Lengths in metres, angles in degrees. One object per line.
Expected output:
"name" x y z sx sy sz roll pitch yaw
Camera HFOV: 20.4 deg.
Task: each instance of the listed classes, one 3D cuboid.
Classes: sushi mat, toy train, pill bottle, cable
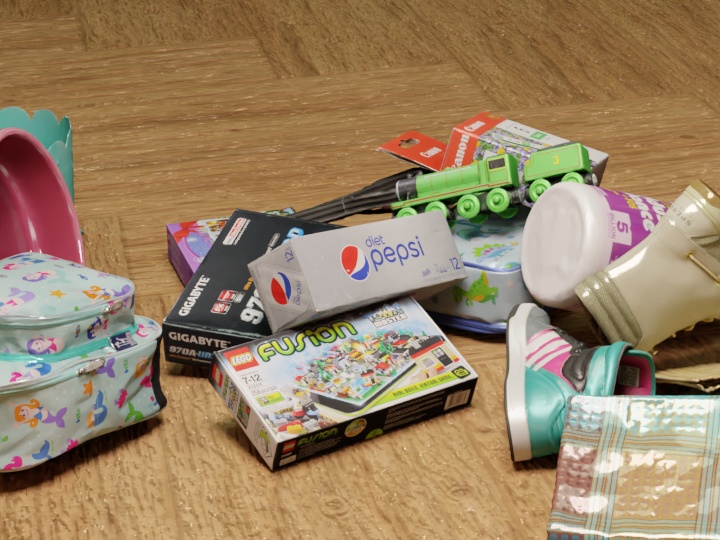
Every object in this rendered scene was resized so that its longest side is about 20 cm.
"sushi mat" 0.291 0.084 1.617 0.095 0.012 0.200 -7 -1 -6
"toy train" 0.118 -0.075 1.823 0.198 0.057 0.042 -11 -12 19
"pill bottle" 0.251 -0.009 1.776 0.198 0.113 0.112 10 13 -29
"cable" 0.007 -0.056 1.929 0.198 0.051 0.097 -20 5 16

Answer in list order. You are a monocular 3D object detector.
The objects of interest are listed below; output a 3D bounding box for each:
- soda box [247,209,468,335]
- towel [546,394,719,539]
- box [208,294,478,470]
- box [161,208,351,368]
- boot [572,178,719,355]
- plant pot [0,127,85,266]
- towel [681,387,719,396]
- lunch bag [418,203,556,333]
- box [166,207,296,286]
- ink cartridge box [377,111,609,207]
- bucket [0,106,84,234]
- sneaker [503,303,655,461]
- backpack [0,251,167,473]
"soda box" 0.000 0.000 1.729 0.199 0.069 0.063 -13 -12 -46
"towel" 0.242 0.146 1.467 0.198 0.022 0.147 0 43 14
"box" -0.014 0.090 1.654 0.199 0.035 0.110 -16 49 -31
"box" -0.072 0.023 1.811 0.157 0.046 0.200 9 34 14
"boot" 0.277 0.035 1.701 0.154 0.200 0.072 -39 37 0
"plant pot" -0.375 -0.015 1.848 0.177 0.202 0.200 -14 18 15
"towel" 0.312 0.137 1.540 0.199 0.037 0.148 13 25 36
"lunch bag" 0.128 -0.011 1.888 0.160 0.083 0.200 11 26 33
"box" -0.107 -0.007 1.970 0.135 0.039 0.200 -8 22 -13
"ink cartridge box" 0.128 -0.112 1.903 0.198 0.051 0.109 21 19 14
"bucket" -0.384 -0.077 2.058 0.205 0.136 0.207 -3 22 1
"sneaker" 0.179 0.083 1.629 0.119 0.084 0.200 -5 28 8
"backpack" -0.275 0.079 1.634 0.176 0.152 0.199 15 32 37
